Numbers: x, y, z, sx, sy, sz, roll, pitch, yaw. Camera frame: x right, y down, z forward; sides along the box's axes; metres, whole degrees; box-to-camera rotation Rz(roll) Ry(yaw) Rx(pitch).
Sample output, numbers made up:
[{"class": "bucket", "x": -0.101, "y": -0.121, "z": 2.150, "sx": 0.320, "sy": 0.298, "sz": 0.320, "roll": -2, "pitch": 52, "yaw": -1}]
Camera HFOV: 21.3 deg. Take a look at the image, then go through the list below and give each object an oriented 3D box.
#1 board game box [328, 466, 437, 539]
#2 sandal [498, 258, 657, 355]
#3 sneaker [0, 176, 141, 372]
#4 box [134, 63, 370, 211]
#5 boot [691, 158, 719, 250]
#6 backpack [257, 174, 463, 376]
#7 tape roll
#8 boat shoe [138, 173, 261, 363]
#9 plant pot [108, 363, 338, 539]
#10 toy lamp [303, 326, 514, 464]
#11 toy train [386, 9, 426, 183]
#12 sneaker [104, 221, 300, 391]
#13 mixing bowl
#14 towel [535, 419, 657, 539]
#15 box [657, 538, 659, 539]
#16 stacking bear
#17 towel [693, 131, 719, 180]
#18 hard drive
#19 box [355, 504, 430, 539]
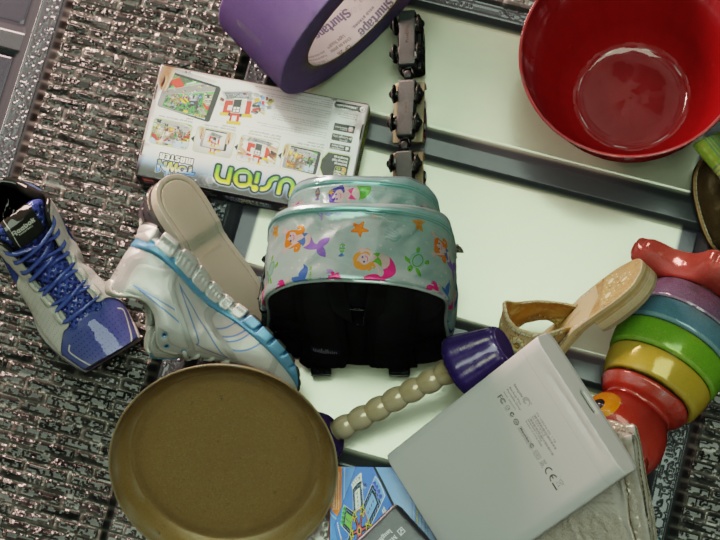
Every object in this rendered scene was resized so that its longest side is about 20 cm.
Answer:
[{"class": "board game box", "x": 0.022, "y": 0.273, "z": 1.683, "sx": 0.102, "sy": 0.019, "sz": 0.201, "roll": 1, "pitch": 78, "yaw": 1}, {"class": "sandal", "x": 0.155, "y": 0.044, "z": 1.658, "sx": 0.070, "sy": 0.078, "sz": 0.211, "roll": 42, "pitch": 119, "yaw": -15}, {"class": "sneaker", "x": -0.283, "y": -0.005, "z": 1.706, "sx": 0.080, "sy": 0.115, "sz": 0.200, "roll": -34, "pitch": 79, "yaw": -4}, {"class": "box", "x": -0.099, "y": -0.116, "z": 1.764, "sx": 0.199, "sy": 0.035, "sz": 0.111, "roll": 12, "pitch": 78, "yaw": 5}, {"class": "boot", "x": 0.355, "y": -0.020, "z": 1.708, "sx": 0.073, "sy": 0.075, "sz": 0.201, "roll": -21, "pitch": 77, "yaw": -1}, {"class": "backpack", "x": 0.000, "y": 0.000, "z": 1.651, "sx": 0.176, "sy": 0.200, "sz": 0.152, "roll": 2, "pitch": 75, "yaw": 3}, {"class": "tape roll", "x": -0.026, "y": -0.258, "z": 1.709, "sx": 0.200, "sy": 0.200, "sz": 0.085, "roll": -42, "pitch": 79, "yaw": -7}, {"class": "boat shoe", "x": -0.141, "y": 0.012, "z": 1.734, "sx": 0.072, "sy": 0.063, "sz": 0.201, "roll": -26, "pitch": 89, "yaw": -39}, {"class": "plant pot", "x": -0.118, "y": 0.165, "z": 1.661, "sx": 0.199, "sy": 0.028, "sz": 0.201, "roll": 1, "pitch": 115, "yaw": 2}, {"class": "toy lamp", "x": 0.042, "y": 0.107, "z": 1.662, "sx": 0.199, "sy": 0.058, "sz": 0.058, "roll": -29, "pitch": 76, "yaw": 24}, {"class": "toy train", "x": 0.044, "y": -0.140, "z": 1.760, "sx": 0.034, "sy": 0.046, "sz": 0.201, "roll": -2, "pitch": 75, "yaw": 14}, {"class": "sneaker", "x": -0.139, "y": 0.054, "z": 1.655, "sx": 0.200, "sy": 0.075, "sz": 0.087, "roll": 42, "pitch": 77, "yaw": -12}, {"class": "mixing bowl", "x": 0.244, "y": -0.175, "z": 1.721, "sx": 0.199, "sy": 0.108, "sz": 0.201, "roll": -3, "pitch": 71, "yaw": 8}, {"class": "towel", "x": 0.156, "y": 0.195, "z": 1.623, "sx": 0.199, "sy": 0.034, "sz": 0.133, "roll": -9, "pitch": 94, "yaw": 37}, {"class": "box", "x": 0.194, "y": 0.211, "z": 1.675, "sx": 0.082, "sy": 0.049, "sz": 0.201, "roll": -31, "pitch": 78, "yaw": -5}, {"class": "stacking bear", "x": 0.254, "y": 0.089, "z": 1.651, "sx": 0.121, "sy": 0.114, "sz": 0.201, "roll": 12, "pitch": 61, "yaw": 44}, {"class": "towel", "x": 0.376, "y": -0.039, "z": 1.690, "sx": 0.023, "sy": 0.143, "sz": 0.201, "roll": -38, "pitch": 78, "yaw": 33}, {"class": "hard drive", "x": 0.123, "y": 0.160, "z": 1.602, "sx": 0.200, "sy": 0.027, "sz": 0.132, "roll": -41, "pitch": 75, "yaw": 36}, {"class": "box", "x": 0.043, "y": 0.322, "z": 1.608, "sx": 0.148, "sy": 0.107, "sz": 0.200, "roll": -41, "pitch": 79, "yaw": -7}]
